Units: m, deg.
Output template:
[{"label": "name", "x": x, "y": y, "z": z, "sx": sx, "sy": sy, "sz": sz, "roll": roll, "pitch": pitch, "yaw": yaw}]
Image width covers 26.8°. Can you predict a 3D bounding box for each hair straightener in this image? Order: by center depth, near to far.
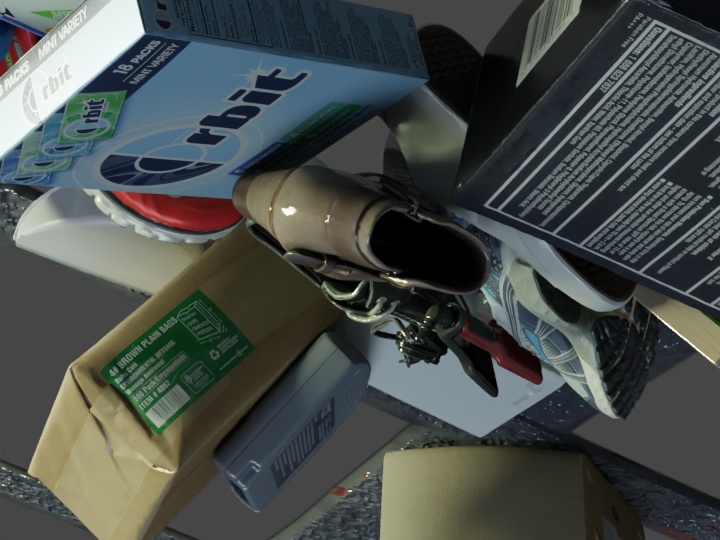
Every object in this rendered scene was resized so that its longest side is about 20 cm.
[{"label": "hair straightener", "x": 0.060, "y": 0.059, "z": 1.025, "sx": 0.076, "sy": 0.041, "sz": 0.200, "roll": -19, "pitch": 164, "yaw": 20}]

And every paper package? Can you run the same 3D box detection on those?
[{"label": "paper package", "x": -0.123, "y": 0.083, "z": 1.080, "sx": 0.103, "sy": 0.200, "sz": 0.191, "roll": 42, "pitch": 144, "yaw": 7}]

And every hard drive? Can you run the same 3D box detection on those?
[{"label": "hard drive", "x": 0.042, "y": 0.058, "z": 1.154, "sx": 0.198, "sy": 0.026, "sz": 0.132, "roll": 27, "pitch": 145, "yaw": -16}]

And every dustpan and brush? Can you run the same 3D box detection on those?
[{"label": "dustpan and brush", "x": -0.140, "y": -0.047, "z": 1.059, "sx": 0.139, "sy": 0.058, "sz": 0.199, "roll": 22, "pitch": 154, "yaw": -31}]

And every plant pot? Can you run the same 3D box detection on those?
[{"label": "plant pot", "x": 0.140, "y": 0.263, "z": 1.280, "sx": 0.175, "sy": 0.201, "sz": 0.200, "roll": -19, "pitch": 135, "yaw": 25}]

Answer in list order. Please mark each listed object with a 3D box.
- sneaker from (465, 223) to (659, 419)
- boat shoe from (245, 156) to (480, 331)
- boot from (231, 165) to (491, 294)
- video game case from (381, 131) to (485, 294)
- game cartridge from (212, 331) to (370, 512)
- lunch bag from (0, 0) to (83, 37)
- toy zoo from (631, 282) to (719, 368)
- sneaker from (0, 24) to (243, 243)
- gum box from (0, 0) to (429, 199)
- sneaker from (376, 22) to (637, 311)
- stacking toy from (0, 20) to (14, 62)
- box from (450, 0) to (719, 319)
[{"label": "sneaker", "x": 0.133, "y": 0.025, "z": 1.012, "sx": 0.086, "sy": 0.078, "sz": 0.200, "roll": 9, "pitch": 148, "yaw": 42}, {"label": "boat shoe", "x": 0.000, "y": 0.000, "z": 1.017, "sx": 0.199, "sy": 0.064, "sz": 0.070, "roll": 35, "pitch": 142, "yaw": -28}, {"label": "boot", "x": 0.022, "y": -0.017, "z": 0.887, "sx": 0.199, "sy": 0.071, "sz": 0.145, "roll": 10, "pitch": -174, "yaw": -42}, {"label": "video game case", "x": 0.110, "y": -0.024, "z": 1.013, "sx": 0.197, "sy": 0.018, "sz": 0.144, "roll": 12, "pitch": 147, "yaw": 6}, {"label": "game cartridge", "x": -0.047, "y": 0.110, "z": 1.105, "sx": 0.041, "sy": 0.134, "sz": 0.200, "roll": 37, "pitch": 167, "yaw": 8}, {"label": "lunch bag", "x": -0.151, "y": -0.184, "z": 0.834, "sx": 0.198, "sy": 0.076, "sz": 0.160, "roll": 24, "pitch": 148, "yaw": -15}, {"label": "toy zoo", "x": 0.232, "y": 0.045, "z": 0.957, "sx": 0.199, "sy": 0.131, "sz": 0.021, "roll": 28, "pitch": 103, "yaw": -46}, {"label": "sneaker", "x": -0.149, "y": -0.094, "z": 0.945, "sx": 0.199, "sy": 0.077, "sz": 0.085, "roll": 37, "pitch": 131, "yaw": -10}, {"label": "gum box", "x": -0.090, "y": -0.095, "z": 0.829, "sx": 0.199, "sy": 0.045, "sz": 0.169, "roll": 2, "pitch": 156, "yaw": -45}, {"label": "sneaker", "x": 0.084, "y": -0.052, "z": 0.904, "sx": 0.200, "sy": 0.073, "sz": 0.085, "roll": 50, "pitch": 145, "yaw": -1}, {"label": "stacking toy", "x": -0.310, "y": -0.168, "z": 0.886, "sx": 0.200, "sy": 0.116, "sz": 0.110, "roll": 49, "pitch": 122, "yaw": 1}, {"label": "box", "x": 0.182, "y": -0.089, "z": 0.791, "sx": 0.197, "sy": 0.124, "sz": 0.200, "roll": 24, "pitch": 147, "yaw": -12}]
